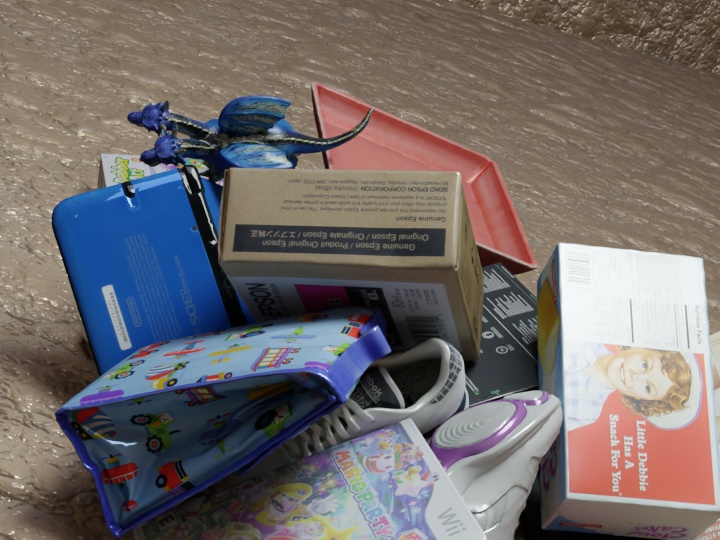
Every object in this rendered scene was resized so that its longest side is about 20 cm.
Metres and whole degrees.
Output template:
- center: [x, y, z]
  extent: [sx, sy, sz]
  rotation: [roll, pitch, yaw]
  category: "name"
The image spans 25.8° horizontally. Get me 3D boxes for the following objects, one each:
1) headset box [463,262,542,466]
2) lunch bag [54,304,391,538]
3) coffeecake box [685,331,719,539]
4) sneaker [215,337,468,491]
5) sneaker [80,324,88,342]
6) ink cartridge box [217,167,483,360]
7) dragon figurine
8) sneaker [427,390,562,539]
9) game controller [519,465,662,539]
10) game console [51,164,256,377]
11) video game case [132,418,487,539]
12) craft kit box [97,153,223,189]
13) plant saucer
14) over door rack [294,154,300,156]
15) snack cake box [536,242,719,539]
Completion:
- center: [0.065, 0.094, 1.240]
  extent: [0.198, 0.094, 0.174]
  rotation: [-15, 33, -20]
  category: "headset box"
- center: [-0.072, 0.076, 1.028]
  extent: [0.095, 0.199, 0.151]
  rotation: [65, 18, -6]
  category: "lunch bag"
- center: [0.301, 0.170, 1.190]
  extent: [0.153, 0.073, 0.202]
  rotation: [30, 45, -41]
  category: "coffeecake box"
- center: [-0.017, 0.109, 1.086]
  extent: [0.077, 0.199, 0.081]
  rotation: [55, -8, 23]
  category: "sneaker"
- center: [-0.147, 0.007, 1.313]
  extent: [0.076, 0.112, 0.199]
  rotation: [32, 22, 30]
  category: "sneaker"
- center: [0.000, 0.000, 1.122]
  extent: [0.163, 0.076, 0.200]
  rotation: [0, -21, 10]
  category: "ink cartridge box"
- center: [-0.084, -0.104, 1.248]
  extent: [0.198, 0.060, 0.099]
  rotation: [-2, -5, -4]
  category: "dragon figurine"
- center: [0.074, 0.164, 1.060]
  extent: [0.200, 0.100, 0.075]
  rotation: [-44, 27, -26]
  category: "sneaker"
- center: [0.194, 0.169, 1.194]
  extent: [0.199, 0.042, 0.105]
  rotation: [-28, 93, -41]
  category: "game controller"
- center: [-0.134, 0.034, 1.215]
  extent: [0.169, 0.118, 0.202]
  rotation: [-16, 78, -18]
  category: "game console"
- center: [-0.035, 0.168, 0.984]
  extent: [0.198, 0.018, 0.143]
  rotation: [-19, 30, -10]
  category: "video game case"
- center: [-0.149, -0.052, 1.513]
  extent: [0.195, 0.049, 0.200]
  rotation: [0, 26, -14]
  category: "craft kit box"
- center: [0.046, -0.074, 1.393]
  extent: [0.199, 0.037, 0.200]
  rotation: [22, 26, -20]
  category: "plant saucer"
- center: [0.004, -0.014, 1.424]
  extent: [0.200, 0.066, 0.149]
  rotation: [37, 32, -32]
  category: "over door rack"
- center: [0.191, 0.087, 1.136]
  extent: [0.114, 0.067, 0.202]
  rotation: [7, 62, -8]
  category: "snack cake box"
